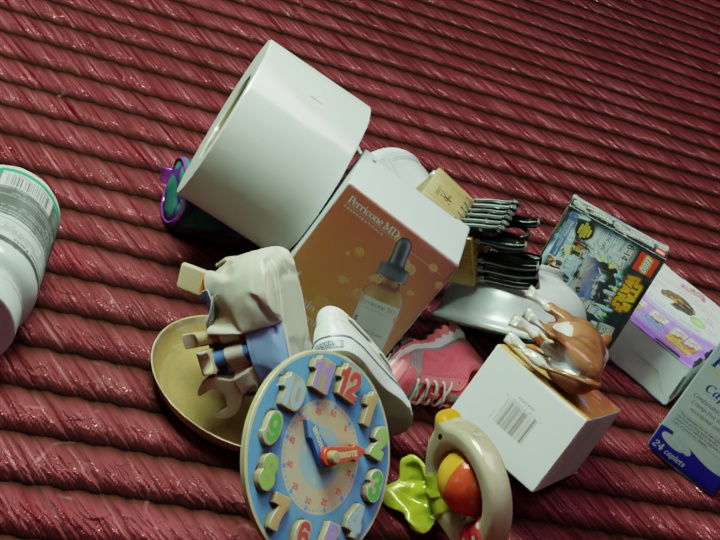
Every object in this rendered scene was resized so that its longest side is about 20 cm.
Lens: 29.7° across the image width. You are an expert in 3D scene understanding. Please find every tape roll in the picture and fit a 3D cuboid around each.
[{"bbox_3d":[-0.097,-0.135,1.526,0.138,0.203,0.204,33,29,-12],"label":"tape roll"}]

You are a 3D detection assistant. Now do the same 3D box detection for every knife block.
[{"bbox_3d":[0.114,-0.022,1.582,0.175,0.200,0.064,44,45,-7],"label":"knife block"}]

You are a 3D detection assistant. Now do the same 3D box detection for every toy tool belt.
[{"bbox_3d":[-0.114,0.082,1.354,0.125,0.121,0.203,-10,89,-69],"label":"toy tool belt"}]

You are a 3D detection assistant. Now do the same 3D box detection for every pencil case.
[{"bbox_3d":[-0.140,-0.084,1.654,0.197,0.086,0.093,8,32,-28],"label":"pencil case"}]

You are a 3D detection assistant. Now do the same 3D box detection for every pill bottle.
[{"bbox_3d":[-0.367,-0.008,1.340,0.112,0.114,0.201,19,32,-12],"label":"pill bottle"}]

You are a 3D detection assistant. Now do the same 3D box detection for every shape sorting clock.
[{"bbox_3d":[-0.037,0.176,1.281,0.199,0.039,0.203,11,75,-48],"label":"shape sorting clock"}]

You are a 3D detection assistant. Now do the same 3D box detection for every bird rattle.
[{"bbox_3d":[0.100,0.230,1.322,0.111,0.165,0.200,-8,33,-18],"label":"bird rattle"}]

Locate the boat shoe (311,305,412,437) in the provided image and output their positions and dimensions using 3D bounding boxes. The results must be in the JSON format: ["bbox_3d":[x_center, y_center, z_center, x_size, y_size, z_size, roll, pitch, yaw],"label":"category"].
[{"bbox_3d":[0.000,0.107,1.407,0.200,0.071,0.066,50,29,-49],"label":"boat shoe"}]

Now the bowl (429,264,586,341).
[{"bbox_3d":[0.189,0.035,1.635,0.198,0.092,0.201,14,-1,0],"label":"bowl"}]

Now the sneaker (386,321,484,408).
[{"bbox_3d":[0.082,0.121,1.538,0.087,0.074,0.199,43,35,18],"label":"sneaker"}]

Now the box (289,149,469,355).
[{"bbox_3d":[0.000,0.000,1.499,0.151,0.201,0.107,36,26,-5],"label":"box"}]

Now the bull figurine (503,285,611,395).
[{"bbox_3d":[0.218,0.079,1.457,0.121,0.066,0.200,33,9,2],"label":"bull figurine"}]

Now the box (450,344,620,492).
[{"bbox_3d":[0.193,0.156,1.483,0.124,0.098,0.200,40,11,17],"label":"box"}]

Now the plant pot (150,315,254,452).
[{"bbox_3d":[-0.128,0.123,1.417,0.198,0.028,0.201,20,32,-13],"label":"plant pot"}]

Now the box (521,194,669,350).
[{"bbox_3d":[0.279,0.023,1.708,0.136,0.202,0.040,28,31,4],"label":"box"}]

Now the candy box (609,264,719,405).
[{"bbox_3d":[0.408,0.077,1.855,0.167,0.072,0.199,41,34,22],"label":"candy box"}]

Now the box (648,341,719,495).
[{"bbox_3d":[0.473,0.145,1.679,0.105,0.201,0.183,37,32,16],"label":"box"}]

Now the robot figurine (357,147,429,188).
[{"bbox_3d":[0.052,-0.077,1.754,0.112,0.170,0.201,-29,59,-7],"label":"robot figurine"}]
